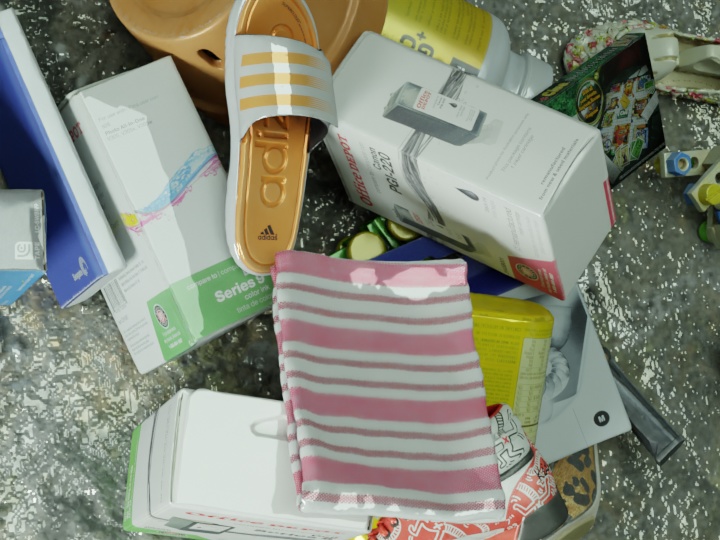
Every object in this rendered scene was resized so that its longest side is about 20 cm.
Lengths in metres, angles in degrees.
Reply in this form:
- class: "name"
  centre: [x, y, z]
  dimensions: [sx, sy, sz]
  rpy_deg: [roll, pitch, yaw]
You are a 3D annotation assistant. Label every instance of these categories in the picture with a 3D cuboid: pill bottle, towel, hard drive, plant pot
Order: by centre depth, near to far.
- class: "towel"
  centre: [0.018, 0.076, 1.360]
  dimensions: [0.146, 0.030, 0.201]
  rpy_deg: [3, 57, -17]
- class: "hard drive"
  centre: [-0.235, -0.078, 1.461]
  dimensions: [0.025, 0.132, 0.201]
  rpy_deg: [-23, 88, -24]
- class: "plant pot"
  centre: [-0.096, -0.218, 1.483]
  dimensions: [0.140, 0.199, 0.201]
  rpy_deg: [23, 65, -60]
- class: "pill bottle"
  centre: [0.049, -0.170, 1.596]
  dimensions: [0.199, 0.112, 0.112]
  rpy_deg: [24, 72, -14]

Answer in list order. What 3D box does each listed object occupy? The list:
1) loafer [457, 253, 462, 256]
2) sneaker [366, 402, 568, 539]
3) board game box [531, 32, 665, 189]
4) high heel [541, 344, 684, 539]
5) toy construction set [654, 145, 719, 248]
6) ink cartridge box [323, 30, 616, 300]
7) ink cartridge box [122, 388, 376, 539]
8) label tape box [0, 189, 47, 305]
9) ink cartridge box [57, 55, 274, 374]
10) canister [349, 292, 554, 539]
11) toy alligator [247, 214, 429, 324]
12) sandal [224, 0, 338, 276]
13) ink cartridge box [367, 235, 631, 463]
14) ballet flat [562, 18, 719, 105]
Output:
- class: "loafer"
  centre: [0.143, -0.068, 1.638]
  dimensions: [0.200, 0.063, 0.072]
  rpy_deg: [-38, 118, -39]
- class: "sneaker"
  centre: [0.037, 0.170, 1.416]
  dimensions: [0.201, 0.067, 0.108]
  rpy_deg: [-27, 98, -1]
- class: "board game box"
  centre: [0.181, -0.109, 1.609]
  dimensions: [0.200, 0.023, 0.105]
  rpy_deg: [-35, 122, -43]
- class: "high heel"
  centre: [0.142, 0.147, 1.608]
  dimensions: [0.200, 0.071, 0.143]
  rpy_deg: [-38, 72, -11]
- class: "toy construction set"
  centre: [0.357, -0.086, 1.702]
  dimensions: [0.200, 0.092, 0.131]
  rpy_deg: [-30, 104, -9]
- class: "ink cartridge box"
  centre: [0.077, -0.077, 1.470]
  dimensions: [0.200, 0.146, 0.085]
  rpy_deg: [28, 73, 24]
- class: "ink cartridge box"
  centre: [-0.081, 0.147, 1.431]
  dimensions: [0.145, 0.200, 0.084]
  rpy_deg: [9, 76, -13]
- class: "label tape box"
  centre: [-0.332, -0.015, 1.405]
  dimensions: [0.199, 0.144, 0.064]
  rpy_deg: [0, 79, -21]
- class: "ink cartridge box"
  centre: [-0.152, -0.039, 1.477]
  dimensions: [0.087, 0.145, 0.201]
  rpy_deg: [-27, 89, -24]
- class: "canister"
  centre: [0.062, 0.119, 1.483]
  dimensions: [0.148, 0.087, 0.201]
  rpy_deg: [7, 100, -3]
- class: "toy alligator"
  centre: [0.000, 0.000, 1.572]
  dimensions: [0.200, 0.059, 0.054]
  rpy_deg: [-37, 95, -11]
- class: "sandal"
  centre: [-0.049, -0.098, 1.396]
  dimensions: [0.079, 0.059, 0.208]
  rpy_deg: [-2, 96, -38]
- class: "ink cartridge box"
  centre: [0.084, 0.068, 1.539]
  dimensions: [0.199, 0.041, 0.201]
  rpy_deg: [-24, 101, 1]
- class: "ballet flat"
  centre: [0.273, -0.182, 1.709]
  dimensions: [0.199, 0.064, 0.076]
  rpy_deg: [2, 78, -19]
